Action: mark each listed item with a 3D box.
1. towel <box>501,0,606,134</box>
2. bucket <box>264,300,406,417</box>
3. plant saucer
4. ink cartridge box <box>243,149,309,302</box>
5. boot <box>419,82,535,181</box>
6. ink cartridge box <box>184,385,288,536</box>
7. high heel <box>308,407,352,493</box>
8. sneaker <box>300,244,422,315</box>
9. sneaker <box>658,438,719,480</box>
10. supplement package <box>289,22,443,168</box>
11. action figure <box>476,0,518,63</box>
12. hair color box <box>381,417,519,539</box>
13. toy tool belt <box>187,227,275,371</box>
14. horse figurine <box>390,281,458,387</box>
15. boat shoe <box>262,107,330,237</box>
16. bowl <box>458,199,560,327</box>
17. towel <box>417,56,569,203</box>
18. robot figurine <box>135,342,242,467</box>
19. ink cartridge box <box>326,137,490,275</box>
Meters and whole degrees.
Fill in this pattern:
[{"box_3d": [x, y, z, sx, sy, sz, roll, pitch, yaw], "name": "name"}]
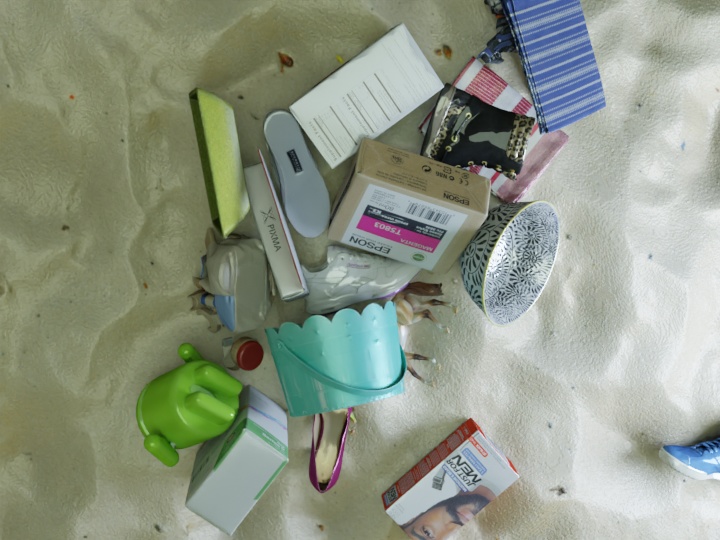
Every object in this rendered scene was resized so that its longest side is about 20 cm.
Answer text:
[{"box_3d": [0.279, -0.310, 1.273, 0.144, 0.024, 0.202, -27, 105, -31], "name": "towel"}, {"box_3d": [-0.031, 0.130, 1.307, 0.205, 0.207, 0.136, -13, 86, -2], "name": "bucket"}, {"box_3d": [-0.199, -0.158, 1.265, 0.047, 0.200, 0.202, -11, 101, -12], "name": "plant saucer"}, {"box_3d": [-0.125, -0.058, 1.274, 0.043, 0.174, 0.202, -18, 85, -1], "name": "ink cartridge box"}, {"box_3d": [0.164, -0.164, 1.325, 0.149, 0.073, 0.202, 16, 113, 3], "name": "boot"}, {"box_3d": [-0.182, 0.278, 1.340, 0.087, 0.200, 0.146, 36, 95, -13], "name": "ink cartridge box"}, {"box_3d": [-0.044, 0.244, 1.395, 0.067, 0.096, 0.202, 3, 100, -4], "name": "high heel"}, {"box_3d": [0.000, 0.000, 1.366, 0.198, 0.075, 0.100, -18, 102, -1], "name": "sneaker"}, {"box_3d": [0.591, 0.287, 1.457, 0.198, 0.077, 0.112, 16, 104, -11], "name": "sneaker"}, {"box_3d": [0.005, -0.255, 1.301, 0.199, 0.114, 0.110, -36, 102, 3], "name": "supplement package"}, {"box_3d": [0.239, -0.326, 1.315, 0.199, 0.104, 0.194, -35, 97, -23], "name": "action figure"}, {"box_3d": [0.145, 0.351, 1.445, 0.200, 0.064, 0.111, -42, 101, 5], "name": "hair color box"}, {"box_3d": [-0.198, 0.042, 1.354, 0.124, 0.122, 0.202, -13, 110, -38], "name": "toy tool belt"}, {"box_3d": [0.073, 0.098, 1.396, 0.131, 0.050, 0.202, 18, 107, 10], "name": "horse figurine"}, {"box_3d": [-0.100, -0.149, 1.337, 0.070, 0.070, 0.201, -23, 112, -4], "name": "boat shoe"}, {"box_3d": [0.211, -0.025, 1.351, 0.200, 0.094, 0.202, -28, 130, -38], "name": "bowl"}, {"box_3d": [0.205, -0.211, 1.371, 0.200, 0.023, 0.144, 38, 95, -9], "name": "towel"}, {"box_3d": [-0.259, 0.202, 1.327, 0.115, 0.199, 0.177, 30, 55, -28], "name": "robot figurine"}, {"box_3d": [0.067, -0.089, 1.295, 0.198, 0.165, 0.076, 16, 54, -8], "name": "ink cartridge box"}]
